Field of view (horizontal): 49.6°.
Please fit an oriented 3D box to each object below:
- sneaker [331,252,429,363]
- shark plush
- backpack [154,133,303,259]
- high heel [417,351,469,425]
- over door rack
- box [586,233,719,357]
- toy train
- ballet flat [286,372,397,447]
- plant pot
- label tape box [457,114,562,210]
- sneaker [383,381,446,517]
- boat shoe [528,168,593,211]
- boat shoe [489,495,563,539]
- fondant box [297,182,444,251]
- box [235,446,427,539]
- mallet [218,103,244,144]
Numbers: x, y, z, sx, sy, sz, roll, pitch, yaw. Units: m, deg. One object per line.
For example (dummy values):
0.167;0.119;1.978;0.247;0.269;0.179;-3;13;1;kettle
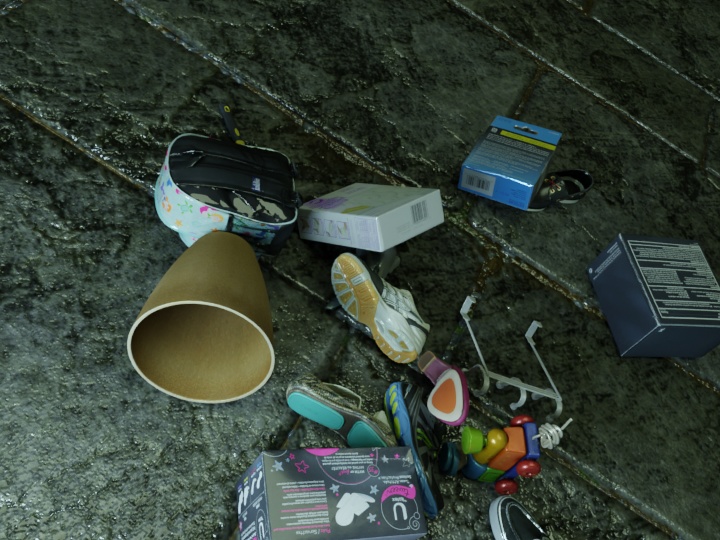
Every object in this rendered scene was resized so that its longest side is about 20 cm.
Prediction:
0.032;0.047;1.212;0.200;0.076;0.088;55;45;-13;sneaker
0.000;0.000;1.279;0.083;0.091;0.200;23;67;17;shark plush
-0.208;-0.112;1.175;0.199;0.151;0.178;15;43;-26;backpack
0.144;0.185;1.125;0.096;0.067;0.200;41;12;-16;high heel
0.236;0.148;1.261;0.147;0.067;0.200;20;36;-17;over door rack
0.559;0.050;1.450;0.199;0.123;0.199;4;53;-22;box
0.194;0.237;1.082;0.115;0.200;0.085;10;52;-14;toy train
-0.010;0.208;1.095;0.200;0.068;0.075;35;38;6;ballet flat
-0.199;0.043;1.061;0.186;0.187;0.200;18;39;-13;plant pot
0.297;-0.215;1.531;0.144;0.063;0.200;21;46;18;label tape box
0.090;0.247;1.106;0.082;0.071;0.200;1;52;-18;sneaker
0.384;-0.168;1.571;0.201;0.063;0.074;-10;64;-30;boat shoe
0.252;0.398;1.074;0.073;0.068;0.200;-9;60;-31;boat shoe
0.012;-0.090;1.249;0.144;0.200;0.058;-26;114;-37;fondant box
-0.040;0.296;0.966;0.199;0.132;0.115;5;58;-23;box
-0.214;-0.213;1.329;0.066;0.041;0.200;-12;58;-36;mallet
